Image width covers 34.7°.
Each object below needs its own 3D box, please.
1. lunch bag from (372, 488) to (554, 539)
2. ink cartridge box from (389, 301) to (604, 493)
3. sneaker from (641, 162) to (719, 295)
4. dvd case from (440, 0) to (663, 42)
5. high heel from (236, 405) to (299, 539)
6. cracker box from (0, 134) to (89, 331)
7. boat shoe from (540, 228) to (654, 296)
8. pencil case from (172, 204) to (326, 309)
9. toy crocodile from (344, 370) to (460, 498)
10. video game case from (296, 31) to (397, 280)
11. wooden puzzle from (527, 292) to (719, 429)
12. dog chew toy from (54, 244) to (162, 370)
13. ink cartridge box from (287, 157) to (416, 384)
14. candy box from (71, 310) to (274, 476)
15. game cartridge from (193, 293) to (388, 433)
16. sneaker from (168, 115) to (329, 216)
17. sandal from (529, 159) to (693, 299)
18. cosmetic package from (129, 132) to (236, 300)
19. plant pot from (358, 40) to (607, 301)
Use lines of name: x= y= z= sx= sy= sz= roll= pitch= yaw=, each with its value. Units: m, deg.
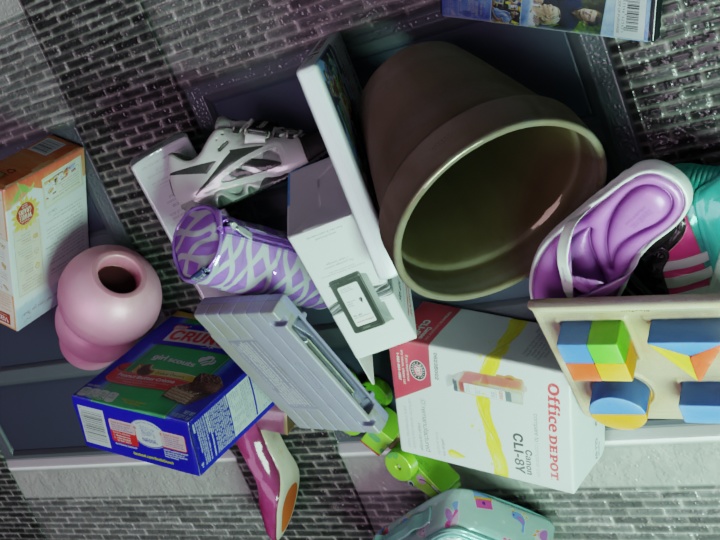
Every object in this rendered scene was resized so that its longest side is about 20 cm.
lunch bag: x=0.103 y=0.318 z=1.272 sx=0.160 sy=0.077 sz=0.200 roll=23 pitch=138 yaw=-21
ink cartridge box: x=0.139 y=0.127 z=1.171 sx=0.200 sy=0.083 sz=0.145 roll=9 pitch=120 yaw=30
sneaker: x=0.266 y=-0.010 z=1.005 sx=0.121 sy=0.084 sz=0.200 roll=21 pitch=125 yaw=21
dvd case: x=0.157 y=-0.273 z=0.964 sx=0.200 sy=0.018 sz=0.143 roll=14 pitch=123 yaw=28
high heel: x=-0.129 y=0.237 z=1.427 sx=0.096 sy=0.067 sz=0.201 roll=9 pitch=107 yaw=18
cracker box: x=-0.394 y=-0.046 z=1.390 sx=0.058 sy=0.134 sz=0.200 roll=21 pitch=126 yaw=22
boat shoe: x=0.233 y=0.036 z=1.068 sx=0.071 sy=0.064 sz=0.200 roll=-35 pitch=95 yaw=42
pencil case: x=-0.097 y=-0.014 z=1.174 sx=0.085 sy=0.200 sz=0.084 roll=-42 pitch=55 yaw=28
toy crocodile: x=0.030 y=0.184 z=1.291 sx=0.200 sy=0.067 sz=0.062 roll=42 pitch=136 yaw=9
video game case: x=-0.003 y=-0.111 z=1.066 sx=0.023 sy=0.182 sz=0.200 roll=-18 pitch=107 yaw=12
wooden puzzle: x=0.256 y=0.088 z=0.990 sx=0.185 sy=0.046 sz=0.200 roll=-3 pitch=143 yaw=30
dog chew toy: x=-0.319 y=0.056 z=1.416 sx=0.125 sy=0.125 sz=0.200 roll=43 pitch=139 yaw=5
ink cartridge box: x=0.000 y=0.000 z=1.122 sx=0.068 sy=0.116 sz=0.200 roll=-20 pitch=125 yaw=11
candy box: x=-0.197 y=0.135 z=1.323 sx=0.169 sy=0.200 sz=0.077 roll=8 pitch=119 yaw=28
game cartridge: x=-0.072 y=0.097 z=1.201 sx=0.129 sy=0.038 sz=0.200 roll=1 pitch=139 yaw=45
sneaker: x=-0.105 y=-0.123 z=1.160 sx=0.200 sy=0.074 sz=0.089 roll=-21 pitch=93 yaw=8
sandal: x=0.196 y=-0.014 z=0.956 sx=0.082 sy=0.050 sz=0.203 roll=30 pitch=134 yaw=2
cosmetic package: x=-0.175 y=-0.046 z=1.258 sx=0.200 sy=0.074 sz=0.102 roll=62 pitch=174 yaw=-14
plant pot: x=0.083 y=-0.102 z=0.999 sx=0.174 sy=0.200 sz=0.200 roll=59 pitch=141 yaw=36
